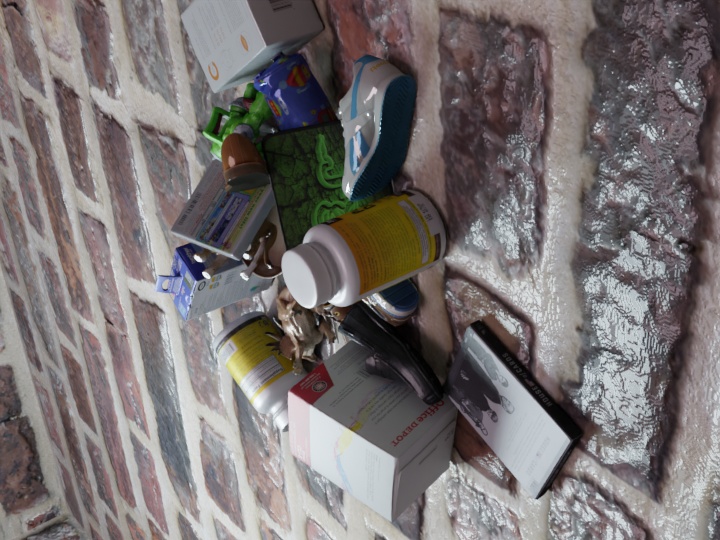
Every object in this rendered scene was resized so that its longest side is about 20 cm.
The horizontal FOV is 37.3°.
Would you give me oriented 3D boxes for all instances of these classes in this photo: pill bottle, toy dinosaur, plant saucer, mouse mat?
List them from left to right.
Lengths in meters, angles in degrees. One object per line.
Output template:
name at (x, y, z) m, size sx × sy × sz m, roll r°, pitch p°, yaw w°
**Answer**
pill bottle at (-0.159, 0.178, 1.852) m, size 0.200 × 0.111 × 0.111 m, roll 53°, pitch 148°, yaw 15°
plant saucer at (-0.137, -0.088, 1.660) m, size 0.200 × 0.034 × 0.200 m, roll 8°, pitch 100°, yaw 52°
toy dinosaur at (-0.105, 0.080, 1.733) m, size 0.136 × 0.086 × 0.200 m, roll 30°, pitch 130°, yaw 56°
mouse mat at (-0.036, -0.101, 1.431) m, size 0.008 × 0.161 × 0.200 m, roll -95°, pitch -7°, yaw -68°
pill bottle at (0.003, -0.024, 1.356) m, size 0.109 × 0.200 × 0.109 m, roll 37°, pitch 139°, yaw 40°

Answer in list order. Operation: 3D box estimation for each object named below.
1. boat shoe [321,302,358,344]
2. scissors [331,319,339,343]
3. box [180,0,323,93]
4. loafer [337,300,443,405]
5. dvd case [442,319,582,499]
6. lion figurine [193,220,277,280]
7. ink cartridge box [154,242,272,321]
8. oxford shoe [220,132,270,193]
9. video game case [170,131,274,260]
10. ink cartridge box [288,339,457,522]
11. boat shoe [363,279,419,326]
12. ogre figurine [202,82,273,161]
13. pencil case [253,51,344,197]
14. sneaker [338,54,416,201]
boat shoe at (-0.028, 0.049, 1.593) m, size 0.072 × 0.068 × 0.200 m, roll 14°, pitch 122°, yaw 54°
scissors at (-0.054, 0.017, 1.657) m, size 0.073 × 0.014 × 0.200 m, roll -113°, pitch 9°, yaw -55°
box at (-0.154, -0.346, 1.485) m, size 0.200 × 0.097 × 0.124 m, roll -18°, pitch 95°, yaw 60°
loafer at (0.042, 0.125, 1.504) m, size 0.201 × 0.070 × 0.068 m, roll 47°, pitch -177°, yaw 35°
dvd case at (0.190, 0.181, 1.380) m, size 0.200 × 0.025 × 0.150 m, roll 49°, pitch 146°, yaw 26°
lion figurine at (-0.181, -0.048, 1.636) m, size 0.200 × 0.123 × 0.072 m, roll 7°, pitch 138°, yaw 36°
ink cartridge box at (-0.239, 0.003, 1.767) m, size 0.076 × 0.200 × 0.136 m, roll 55°, pitch 148°, yaw 19°
oxford shoe at (-0.160, -0.148, 1.472) m, size 0.200 × 0.071 × 0.071 m, roll 136°, pitch 119°, yaw -82°
video game case at (-0.186, -0.121, 1.613) m, size 0.182 × 0.200 × 0.022 m, roll 19°, pitch 166°, yaw 48°
ink cartridge box at (0.018, 0.228, 1.533) m, size 0.200 × 0.145 × 0.145 m, roll 29°, pitch 136°, yaw 30°
boat shoe at (0.000, 0.000, 1.509) m, size 0.200 × 0.072 × 0.072 m, roll 53°, pitch 149°, yaw 22°
ogre figurine at (-0.165, -0.220, 1.555) m, size 0.200 × 0.120 × 0.098 m, roll 8°, pitch 150°, yaw 51°
pencil case at (-0.074, -0.196, 1.442) m, size 0.087 × 0.078 × 0.200 m, roll -13°, pitch 114°, yaw 41°
sneaker at (0.012, -0.179, 1.363) m, size 0.081 × 0.076 × 0.200 m, roll 43°, pitch 134°, yaw 31°
